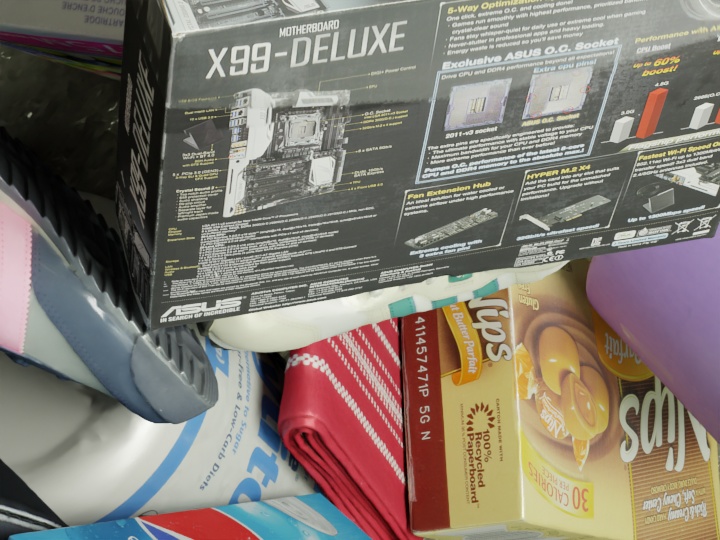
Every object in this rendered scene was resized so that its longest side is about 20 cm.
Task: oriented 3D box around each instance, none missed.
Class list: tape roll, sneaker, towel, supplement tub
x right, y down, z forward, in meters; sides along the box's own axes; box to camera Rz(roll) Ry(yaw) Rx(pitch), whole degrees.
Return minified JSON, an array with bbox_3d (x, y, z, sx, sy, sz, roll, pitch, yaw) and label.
[{"bbox_3d":[0.190,-0.025,1.098,0.199,0.085,0.200,-36,159,-16],"label":"tape roll"},{"bbox_3d":[0.027,-0.022,0.982,0.199,0.093,0.071,-17,95,-46],"label":"sneaker"},{"bbox_3d":[0.000,0.000,1.087,0.145,0.022,0.201,58,31,-58],"label":"towel"},{"bbox_3d":[-0.088,0.066,1.050,0.132,0.132,0.200,-49,149,-4],"label":"supplement tub"},{"bbox_3d":[-0.136,-0.005,0.903,0.200,0.070,0.082,42,101,-16],"label":"sneaker"}]

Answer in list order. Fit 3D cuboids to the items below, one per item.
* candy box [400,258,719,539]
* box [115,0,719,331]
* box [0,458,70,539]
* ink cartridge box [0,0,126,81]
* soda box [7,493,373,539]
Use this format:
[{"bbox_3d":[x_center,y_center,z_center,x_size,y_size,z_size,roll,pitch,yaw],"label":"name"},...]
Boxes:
[{"bbox_3d":[0.087,0.059,1.159,0.200,0.055,0.116,18,67,-59],"label":"candy box"},{"bbox_3d":[0.027,-0.056,0.851,0.198,0.050,0.158,-9,149,-12],"label":"box"},{"bbox_3d":[-0.217,0.114,0.912,0.201,0.148,0.104,-54,149,4],"label":"box"},{"bbox_3d":[-0.053,-0.080,0.951,0.200,0.119,0.042,10,91,-57],"label":"ink cartridge box"},{"bbox_3d":[-0.057,0.126,0.943,0.068,0.064,0.200,-58,157,16],"label":"soda box"}]
